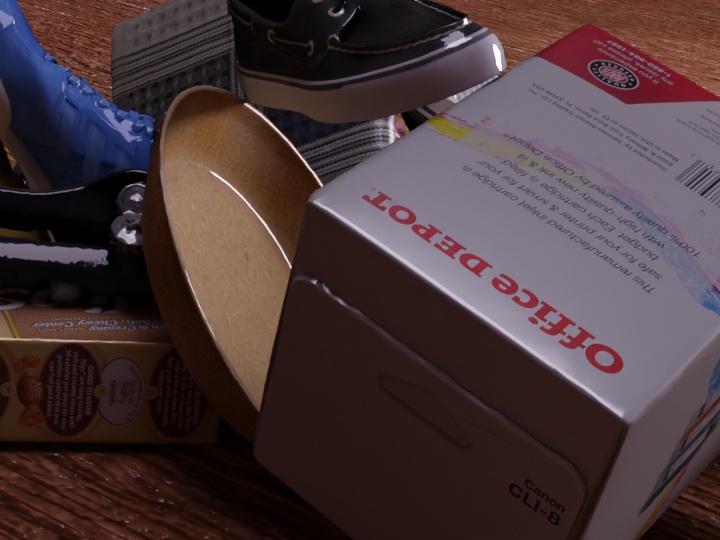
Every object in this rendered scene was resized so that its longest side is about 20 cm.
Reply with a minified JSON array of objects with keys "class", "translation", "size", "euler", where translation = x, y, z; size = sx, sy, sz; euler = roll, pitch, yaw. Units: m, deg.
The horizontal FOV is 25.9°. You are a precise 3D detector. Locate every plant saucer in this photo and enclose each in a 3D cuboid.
[{"class":"plant saucer","translation":[-0.046,0.012,0.733],"size":[0.035,0.201,0.200],"euler":[-25,7,21]}]

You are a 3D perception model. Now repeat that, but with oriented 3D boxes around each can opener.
[{"class":"can opener","translation":[-0.166,-0.016,0.741],"size":[0.198,0.079,0.064],"euler":[4,60,-17]}]

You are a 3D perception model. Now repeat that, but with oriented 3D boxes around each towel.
[{"class":"towel","translation":[-0.065,-0.091,0.911],"size":[0.199,0.194,0.034],"euler":[-16,-27,27]}]

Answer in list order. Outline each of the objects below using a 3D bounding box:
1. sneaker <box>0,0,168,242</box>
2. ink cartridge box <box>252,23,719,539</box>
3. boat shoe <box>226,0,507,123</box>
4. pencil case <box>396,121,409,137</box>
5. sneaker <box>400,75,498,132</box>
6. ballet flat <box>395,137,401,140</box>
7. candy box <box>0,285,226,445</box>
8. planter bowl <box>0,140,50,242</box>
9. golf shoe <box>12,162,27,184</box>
[{"class":"sneaker","translation":[-0.131,-0.077,0.835],"size":[0.110,0.201,0.077],"euler":[-22,6,6]},{"class":"ink cartridge box","translation":[0.078,0.022,0.630],"size":[0.145,0.145,0.200],"euler":[35,44,22]},{"class":"boat shoe","translation":[-0.009,-0.105,0.701],"size":[0.068,0.057,0.200],"euler":[-28,20,-24]},{"class":"pencil case","translation":[-0.030,-0.057,1.023],"size":[0.083,0.087,0.200],"euler":[41,22,18]},{"class":"sneaker","translation":[0.068,-0.078,0.950],"size":[0.199,0.079,0.079],"euler":[10,40,-55]},{"class":"ballet flat","translation":[0.090,-0.020,0.873],"size":[0.200,0.065,0.071],"euler":[44,6,2]},{"class":"candy box","translation":[-0.171,0.036,0.754],"size":[0.198,0.056,0.116],"euler":[3,18,-15]},{"class":"planter bowl","translation":[-0.260,-0.060,0.849],"size":[0.198,0.084,0.200],"euler":[4,6,0]},{"class":"golf shoe","translation":[-0.151,-0.065,1.012],"size":[0.200,0.095,0.078],"euler":[-36,83,-36]}]
